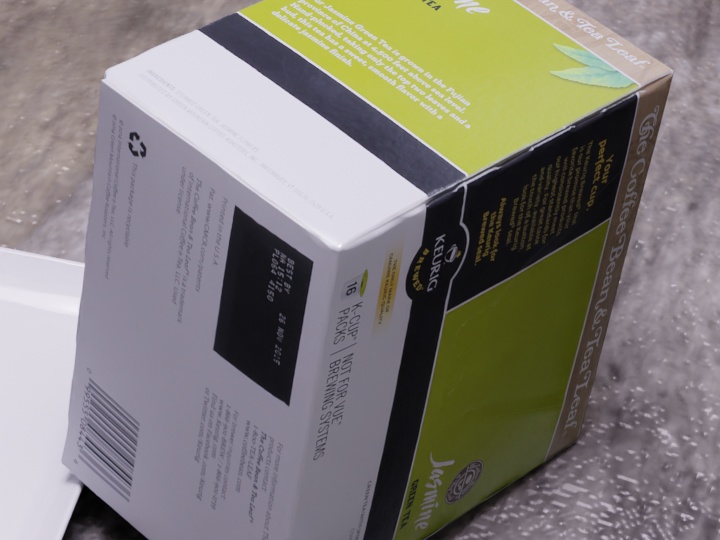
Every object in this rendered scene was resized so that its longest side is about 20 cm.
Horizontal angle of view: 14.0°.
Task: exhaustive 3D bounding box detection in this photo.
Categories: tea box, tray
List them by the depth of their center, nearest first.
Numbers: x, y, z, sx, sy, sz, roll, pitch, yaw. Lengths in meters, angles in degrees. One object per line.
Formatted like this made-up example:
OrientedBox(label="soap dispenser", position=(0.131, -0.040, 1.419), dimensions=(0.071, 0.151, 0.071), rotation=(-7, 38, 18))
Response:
OrientedBox(label="tea box", position=(0.000, 0.000, 1.174), dimensions=(0.196, 0.201, 0.133), rotation=(-27, 51, -39))
OrientedBox(label="tray", position=(-0.161, 0.067, 1.233), dimensions=(0.107, 0.022, 0.201), rotation=(12, 45, 6))
